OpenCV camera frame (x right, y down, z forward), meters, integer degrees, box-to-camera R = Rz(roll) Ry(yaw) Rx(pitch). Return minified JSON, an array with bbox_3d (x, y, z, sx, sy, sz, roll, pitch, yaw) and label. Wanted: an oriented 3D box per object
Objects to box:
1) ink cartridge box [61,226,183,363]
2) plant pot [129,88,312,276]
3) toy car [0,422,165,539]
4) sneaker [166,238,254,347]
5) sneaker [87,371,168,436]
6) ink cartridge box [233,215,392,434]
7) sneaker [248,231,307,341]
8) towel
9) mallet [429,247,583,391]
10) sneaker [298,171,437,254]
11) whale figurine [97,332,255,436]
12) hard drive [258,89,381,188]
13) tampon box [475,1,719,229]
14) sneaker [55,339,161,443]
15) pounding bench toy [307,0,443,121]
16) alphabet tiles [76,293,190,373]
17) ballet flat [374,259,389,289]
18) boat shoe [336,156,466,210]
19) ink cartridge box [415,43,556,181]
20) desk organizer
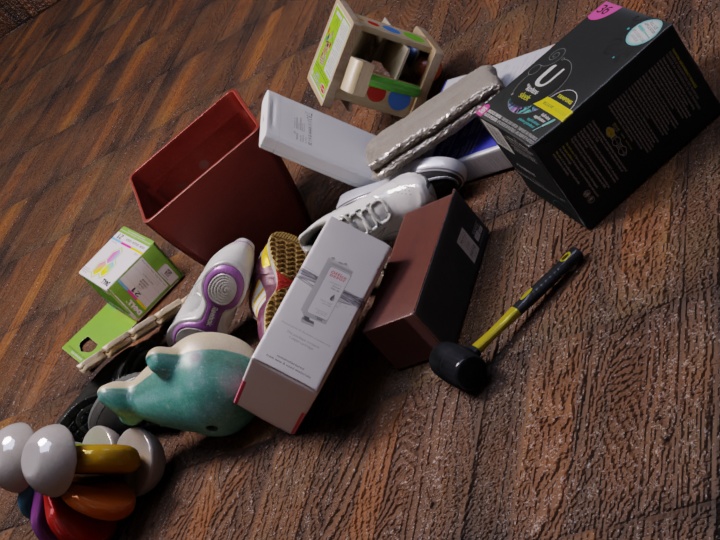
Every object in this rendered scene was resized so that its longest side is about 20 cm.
[{"bbox_3d":[-0.382,0.039,2.016,0.200,0.076,0.148,-46,28,-13],"label":"ink cartridge box"},{"bbox_3d":[-0.181,-0.103,1.862,0.200,0.176,0.200,-40,28,3],"label":"plant pot"},{"bbox_3d":[-0.340,0.260,1.591,0.199,0.174,0.151,-5,80,47],"label":"toy car"},{"bbox_3d":[-0.186,0.041,1.736,0.200,0.075,0.100,-53,11,37],"label":"sneaker"},{"bbox_3d":[-0.266,0.168,1.687,0.200,0.073,0.082,-33,29,15],"label":"sneaker"},{"bbox_3d":[-0.053,0.062,1.487,0.201,0.083,0.147,-62,-1,-29],"label":"ink cartridge box"},{"bbox_3d":[-0.100,0.050,1.666,0.090,0.075,0.201,122,157,-43],"label":"sneaker"},{"bbox_3d":[0.093,-0.186,1.673,0.200,0.035,0.133,-33,16,10],"label":"towel"},{"bbox_3d":[0.151,0.045,1.387,0.200,0.041,0.066,-45,25,-19],"label":"mallet"},{"bbox_3d":[0.009,-0.057,1.615,0.200,0.075,0.087,-27,-2,39],"label":"sneaker"},{"bbox_3d":[-0.208,0.151,1.563,0.199,0.159,0.104,-16,52,12],"label":"whale figurine"},{"bbox_3d":[-0.037,-0.163,1.755,0.132,0.199,0.027,-93,28,-57],"label":"hard drive"},{"bbox_3d":[0.260,-0.175,1.465,0.200,0.126,0.150,-41,28,-2],"label":"tampon box"},{"bbox_3d":[-0.343,0.176,1.788,0.200,0.076,0.091,-45,20,-28],"label":"sneaker"},{"bbox_3d":[0.034,-0.268,1.841,0.200,0.155,0.125,-114,43,-61],"label":"pounding bench toy"},{"bbox_3d":[-0.297,0.083,1.818,0.200,0.015,0.196,-33,0,-13],"label":"alphabet tiles"},{"bbox_3d":[0.000,0.000,1.624,0.200,0.046,0.067,5,51,54],"label":"ballet flat"},{"bbox_3d":[0.047,-0.082,1.671,0.199,0.070,0.067,-16,54,34],"label":"boat shoe"},{"bbox_3d":[0.167,-0.195,1.703,0.199,0.047,0.198,-16,37,43],"label":"ink cartridge box"},{"bbox_3d":[0.075,0.010,1.491,0.077,0.072,0.200,-22,33,37],"label":"desk organizer"}]
